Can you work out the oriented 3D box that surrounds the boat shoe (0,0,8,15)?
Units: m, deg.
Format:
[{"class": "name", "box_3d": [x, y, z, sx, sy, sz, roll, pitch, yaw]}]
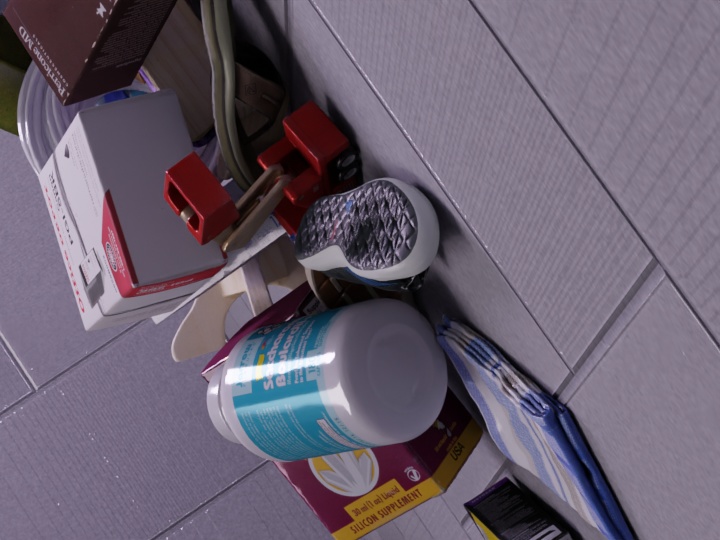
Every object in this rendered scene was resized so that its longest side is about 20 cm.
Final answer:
[{"class": "boat shoe", "box_3d": [-0.250, -0.256, 1.835, 0.065, 0.074, 0.200, 22, 161, -41]}]

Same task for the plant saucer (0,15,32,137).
[{"class": "plant saucer", "box_3d": [-0.339, -0.217, 1.907, 0.200, 0.048, 0.200, 23, -144, -55]}]

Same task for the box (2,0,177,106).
[{"class": "box", "box_3d": [-0.194, -0.226, 1.593, 0.100, 0.075, 0.200, 55, 143, 15]}]

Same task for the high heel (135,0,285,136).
[{"class": "high heel", "box_3d": [-0.116, -0.173, 1.804, 0.200, 0.096, 0.067, 32, 167, 17]}]

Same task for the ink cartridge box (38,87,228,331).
[{"class": "ink cartridge box", "box_3d": [-0.186, -0.043, 1.676, 0.200, 0.083, 0.147, 145, 108, -68]}]

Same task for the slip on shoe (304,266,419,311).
[{"class": "slip on shoe", "box_3d": [0.000, 0.000, 1.668, 0.200, 0.076, 0.061, 57, -173, -52]}]

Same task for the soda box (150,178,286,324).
[{"class": "soda box", "box_3d": [-0.115, -0.032, 1.781, 0.200, 0.068, 0.064, -34, 92, 41]}]

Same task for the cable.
[{"class": "cable", "box_3d": [-0.204, -0.135, 1.856, 0.200, 0.200, 0.069, 56, 165, 6]}]

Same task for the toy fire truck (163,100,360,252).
[{"class": "toy fire truck", "box_3d": [-0.069, -0.056, 1.570, 0.049, 0.141, 0.200, 49, 170, 18]}]

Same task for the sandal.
[{"class": "sandal", "box_3d": [-0.085, -0.145, 1.583, 0.080, 0.057, 0.202, -101, 5, -56]}]

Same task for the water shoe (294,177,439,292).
[{"class": "water shoe", "box_3d": [0.024, -0.022, 1.492, 0.079, 0.072, 0.200, 20, 175, -24]}]

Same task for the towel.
[{"class": "towel", "box_3d": [0.126, 0.121, 1.537, 0.147, 0.024, 0.200, 60, 171, -27]}]

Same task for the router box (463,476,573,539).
[{"class": "router box", "box_3d": [0.175, 0.285, 1.773, 0.200, 0.051, 0.149, 59, 173, -19]}]

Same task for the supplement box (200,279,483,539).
[{"class": "supplement box", "box_3d": [-0.014, 0.113, 1.784, 0.200, 0.131, 0.103, 51, -143, -7]}]

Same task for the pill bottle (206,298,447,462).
[{"class": "pill bottle", "box_3d": [-0.034, 0.090, 1.635, 0.200, 0.111, 0.111, -16, 111, 47]}]

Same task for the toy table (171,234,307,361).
[{"class": "toy table", "box_3d": [-0.101, 0.003, 1.936, 0.200, 0.183, 0.118, -31, -76, -81]}]

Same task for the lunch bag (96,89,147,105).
[{"class": "lunch bag", "box_3d": [-0.222, -0.202, 1.984, 0.200, 0.082, 0.161, 58, -165, 6]}]

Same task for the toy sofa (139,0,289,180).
[{"class": "toy sofa", "box_3d": [-0.152, -0.173, 1.722, 0.200, 0.097, 0.083, 53, 158, 19]}]
